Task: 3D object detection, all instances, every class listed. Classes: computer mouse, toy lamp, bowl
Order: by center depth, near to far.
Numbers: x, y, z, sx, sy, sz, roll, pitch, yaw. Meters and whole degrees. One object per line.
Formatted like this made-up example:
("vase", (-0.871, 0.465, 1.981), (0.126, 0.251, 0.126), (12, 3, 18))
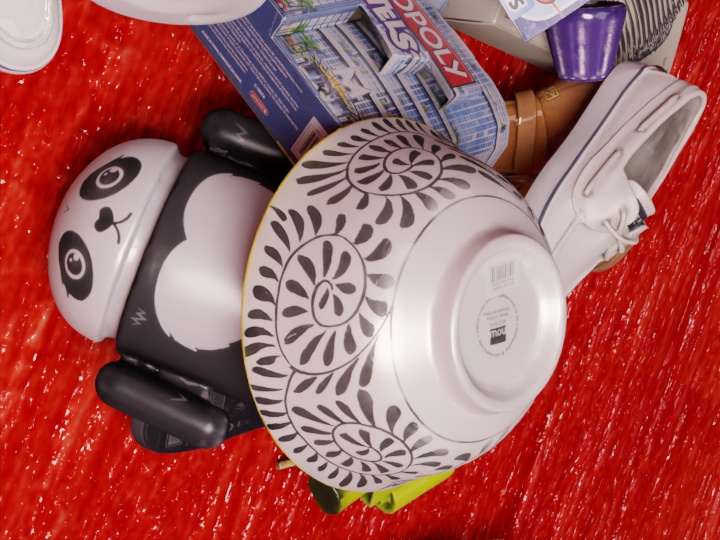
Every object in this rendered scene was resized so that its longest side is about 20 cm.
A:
("bowl", (0.044, 0.023, 0.747), (0.199, 0.094, 0.203), (-6, 99, -43))
("toy lamp", (0.143, -0.224, 0.932), (0.058, 0.058, 0.203), (-13, 107, -39))
("computer mouse", (-0.061, 0.083, 0.944), (0.198, 0.046, 0.141), (-15, 140, -23))

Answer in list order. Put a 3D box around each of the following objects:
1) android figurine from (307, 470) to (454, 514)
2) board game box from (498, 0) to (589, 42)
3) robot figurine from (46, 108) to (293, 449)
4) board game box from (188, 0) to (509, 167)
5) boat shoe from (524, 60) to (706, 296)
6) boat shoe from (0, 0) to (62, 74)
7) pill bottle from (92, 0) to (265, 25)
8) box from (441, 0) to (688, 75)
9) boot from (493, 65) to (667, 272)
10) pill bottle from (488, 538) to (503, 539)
("android figurine", (0.051, 0.085, 0.973), (0.199, 0.041, 0.183), (-28, 147, -36))
("board game box", (0.104, -0.261, 0.881), (0.135, 0.034, 0.201), (-32, 97, 16))
("robot figurine", (-0.075, 0.004, 0.810), (0.151, 0.198, 0.125), (-72, -175, -51))
("board game box", (0.005, -0.143, 0.859), (0.199, 0.201, 0.062), (-22, 159, -47))
("boat shoe", (0.156, -0.044, 0.927), (0.201, 0.065, 0.072), (-55, 144, -20))
("boat shoe", (-0.185, -0.189, 0.716), (0.074, 0.086, 0.204), (-31, 122, -30))
("pill bottle", (-0.090, -0.239, 0.742), (0.112, 0.111, 0.203), (20, 68, -43))
("box", (0.143, -0.185, 1.026), (0.199, 0.068, 0.083), (12, 94, -44))
("boot", (0.133, -0.061, 1.049), (0.154, 0.077, 0.201), (-13, 149, -18))
("pill bottle", (0.039, 0.265, 1.046), (0.199, 0.111, 0.113), (-16, 114, -37))
